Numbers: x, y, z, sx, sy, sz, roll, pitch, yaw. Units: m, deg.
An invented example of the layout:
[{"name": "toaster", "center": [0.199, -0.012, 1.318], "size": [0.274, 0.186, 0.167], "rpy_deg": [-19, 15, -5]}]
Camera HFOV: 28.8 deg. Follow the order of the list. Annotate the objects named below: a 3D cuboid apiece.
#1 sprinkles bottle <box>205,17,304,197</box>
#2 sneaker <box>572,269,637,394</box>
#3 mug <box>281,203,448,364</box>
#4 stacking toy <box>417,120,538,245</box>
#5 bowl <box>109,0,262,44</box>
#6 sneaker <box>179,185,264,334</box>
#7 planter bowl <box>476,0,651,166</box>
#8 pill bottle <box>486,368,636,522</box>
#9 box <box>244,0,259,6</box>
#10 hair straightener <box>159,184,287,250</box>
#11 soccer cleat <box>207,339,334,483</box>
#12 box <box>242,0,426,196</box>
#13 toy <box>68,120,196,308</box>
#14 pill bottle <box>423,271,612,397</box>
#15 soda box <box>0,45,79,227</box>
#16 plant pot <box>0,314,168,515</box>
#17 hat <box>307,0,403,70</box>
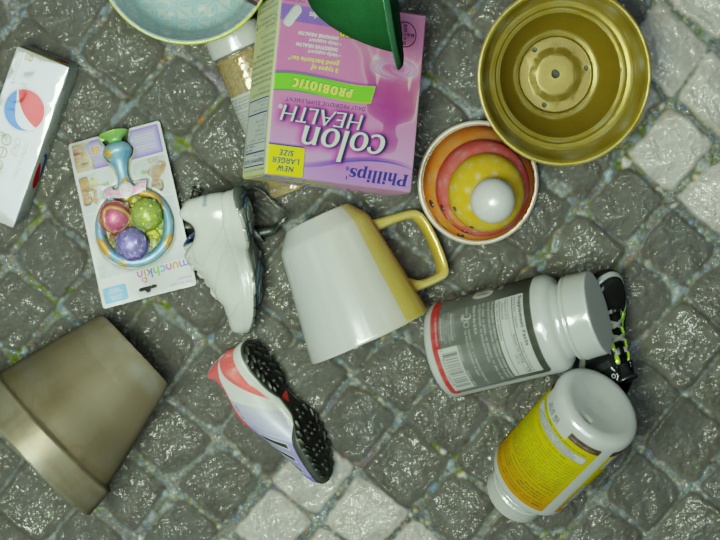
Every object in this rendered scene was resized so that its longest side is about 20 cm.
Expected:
[{"name": "sprinkles bottle", "center": [-0.113, -0.189, 1.632], "size": [0.067, 0.068, 0.202], "rpy_deg": [-22, 99, 4]}, {"name": "sneaker", "center": [0.301, 0.100, 1.659], "size": [0.071, 0.082, 0.203], "rpy_deg": [-10, 110, -37]}, {"name": "mug", "center": [-0.009, 0.004, 1.645], "size": [0.149, 0.186, 0.155], "rpy_deg": [-25, 89, 40]}, {"name": "stacking toy", "center": [0.138, -0.091, 1.578], "size": [0.144, 0.200, 0.148], "rpy_deg": [0, 99, 1]}, {"name": "bowl", "center": [-0.193, -0.349, 1.582], "size": [0.197, 0.108, 0.203], "rpy_deg": [0, 92, -2]}, {"name": "sneaker", "center": [-0.160, -0.012, 1.640], "size": [0.086, 0.075, 0.202], "rpy_deg": [-2, 124, 6]}, {"name": "planter bowl", "center": [0.229, -0.226, 1.615], "size": [0.197, 0.083, 0.204], "rpy_deg": [0, 99, 0]}, {"name": "pill bottle", "center": [0.228, 0.212, 1.639], "size": [0.108, 0.110, 0.201], "rpy_deg": [31, 131, -4]}, {"name": "box", "center": [-0.116, -0.396, 1.462], "size": [0.136, 0.040, 0.202], "rpy_deg": [35, 101, 32]}, {"name": "hair straightener", "center": [-0.184, -0.063, 1.664], "size": [0.197, 0.041, 0.078], "rpy_deg": [-6, 98, 7]}, {"name": "soccer cleat", "center": [-0.106, 0.179, 1.700], "size": [0.073, 0.068, 0.201], "rpy_deg": [-29, 102, 29]}, {"name": "box", "center": [-0.030, -0.194, 1.574], "size": [0.173, 0.097, 0.203], "rpy_deg": [6, 89, -20]}, {"name": "toy", "center": [-0.270, -0.070, 1.632], "size": [0.114, 0.047, 0.203], "rpy_deg": [-14, 79, 1]}, {"name": "pill bottle", "center": [0.182, 0.071, 1.618], "size": [0.198, 0.114, 0.115], "rpy_deg": [-16, 99, 24]}, {"name": "soda box", "center": [-0.398, -0.158, 1.641], "size": [0.067, 0.064, 0.202], "rpy_deg": [21, 98, -3]}, {"name": "plant pot", "center": [-0.327, 0.152, 1.642], "size": [0.174, 0.200, 0.200], "rpy_deg": [-45, 96, -10]}, {"name": "hat", "center": [-0.052, -0.290, 1.476], "size": [0.173, 0.201, 0.167], "rpy_deg": [-8, 125, 6]}]
